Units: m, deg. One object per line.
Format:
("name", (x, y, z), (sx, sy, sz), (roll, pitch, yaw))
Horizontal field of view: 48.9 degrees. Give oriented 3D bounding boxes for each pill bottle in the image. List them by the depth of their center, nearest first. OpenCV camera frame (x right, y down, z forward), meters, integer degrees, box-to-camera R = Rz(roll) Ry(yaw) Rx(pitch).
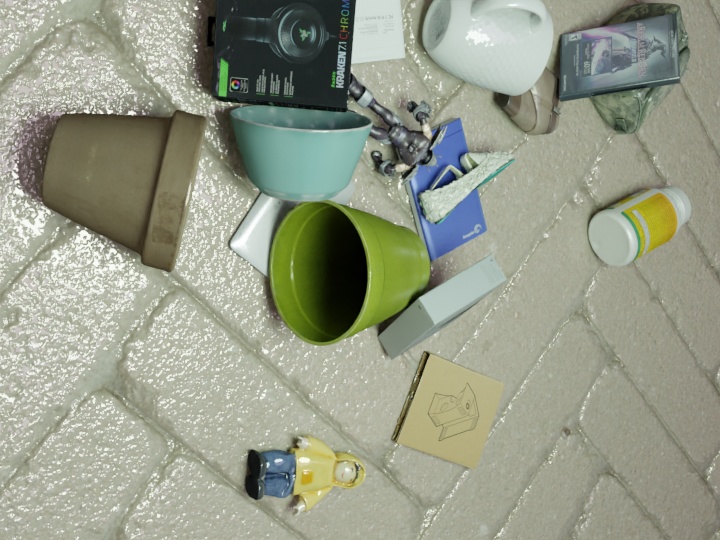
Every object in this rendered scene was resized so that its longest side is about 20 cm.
("pill bottle", (0.551, -0.094, 1.549), (0.197, 0.112, 0.115), (-25, 110, -27))

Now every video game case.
("video game case", (0.445, -0.368, 1.369), (0.019, 0.196, 0.146), (49, 44, -51))

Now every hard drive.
("hard drive", (0.001, -0.420, 1.198), (0.130, 0.027, 0.205), (-14, 106, -30))
("hard drive", (0.139, -0.136, 1.331), (0.130, 0.025, 0.204), (-27, 111, -27))

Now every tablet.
("tablet", (-0.098, -0.083, 1.196), (0.130, 0.014, 0.202), (39, 77, -31))

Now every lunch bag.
("lunch bag", (0.520, -0.375, 1.476), (0.200, 0.138, 0.169), (-47, 130, -18))

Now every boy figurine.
("boy figurine", (-0.082, 0.322, 1.242), (0.196, 0.064, 0.127), (8, 91, -30))

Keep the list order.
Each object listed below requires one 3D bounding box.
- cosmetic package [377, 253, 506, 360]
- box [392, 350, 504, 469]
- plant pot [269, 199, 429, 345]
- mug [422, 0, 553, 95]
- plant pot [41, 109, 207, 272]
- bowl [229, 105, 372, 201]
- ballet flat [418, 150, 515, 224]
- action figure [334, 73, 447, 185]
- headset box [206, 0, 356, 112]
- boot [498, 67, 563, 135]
("cosmetic package", (0.125, 0.062, 1.255), (0.149, 0.200, 0.052), (-27, 79, -25))
("box", (0.160, 0.250, 1.408), (0.198, 0.021, 0.166), (25, 84, -32))
("plant pot", (0.000, 0.000, 1.174), (0.191, 0.198, 0.205), (-2, 100, -49))
("mug", (0.204, -0.375, 1.234), (0.172, 0.199, 0.151), (8, 78, -25))
("plant pot", (-0.294, -0.113, 0.978), (0.171, 0.200, 0.205), (12, 91, -16))
("bowl", (-0.083, -0.161, 1.094), (0.197, 0.200, 0.107), (-9, 114, -31))
("ballet flat", (0.173, -0.154, 1.298), (0.199, 0.071, 0.073), (-38, 116, -23))
("action figure", (0.048, -0.218, 1.224), (0.198, 0.069, 0.131), (32, 96, -22))
("headset box", (-0.107, -0.313, 1.068), (0.195, 0.093, 0.178), (5, 97, -3))
("boot", (0.306, -0.341, 1.388), (0.144, 0.070, 0.205), (9, 94, -39))
